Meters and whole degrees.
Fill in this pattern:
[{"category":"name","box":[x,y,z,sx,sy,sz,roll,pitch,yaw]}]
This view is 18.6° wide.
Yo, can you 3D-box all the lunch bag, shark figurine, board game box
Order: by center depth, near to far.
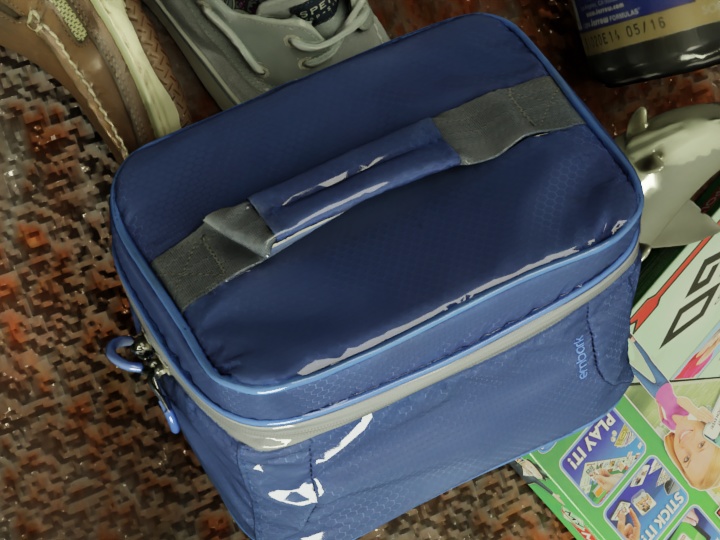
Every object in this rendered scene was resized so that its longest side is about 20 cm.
[{"category":"lunch bag","box":[0.000,0.000,0.817,0.200,0.136,0.132,-25,143,-16]},{"category":"shark figurine","box":[0.138,-0.028,0.914,0.089,0.214,0.128,21,51,-39]},{"category":"board game box","box":[0.166,0.052,0.987,0.135,0.029,0.200,48,69,-15]}]

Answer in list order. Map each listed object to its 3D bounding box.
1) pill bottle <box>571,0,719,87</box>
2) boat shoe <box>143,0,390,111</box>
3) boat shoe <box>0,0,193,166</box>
[{"category":"pill bottle","box":[0.127,-0.186,0.934,0.112,0.112,0.200,-18,96,-25]},{"category":"boat shoe","box":[-0.036,-0.105,0.873,0.201,0.071,0.070,45,70,-18]},{"category":"boat shoe","box":[-0.138,-0.115,0.834,0.075,0.075,0.203,-30,94,-10]}]
